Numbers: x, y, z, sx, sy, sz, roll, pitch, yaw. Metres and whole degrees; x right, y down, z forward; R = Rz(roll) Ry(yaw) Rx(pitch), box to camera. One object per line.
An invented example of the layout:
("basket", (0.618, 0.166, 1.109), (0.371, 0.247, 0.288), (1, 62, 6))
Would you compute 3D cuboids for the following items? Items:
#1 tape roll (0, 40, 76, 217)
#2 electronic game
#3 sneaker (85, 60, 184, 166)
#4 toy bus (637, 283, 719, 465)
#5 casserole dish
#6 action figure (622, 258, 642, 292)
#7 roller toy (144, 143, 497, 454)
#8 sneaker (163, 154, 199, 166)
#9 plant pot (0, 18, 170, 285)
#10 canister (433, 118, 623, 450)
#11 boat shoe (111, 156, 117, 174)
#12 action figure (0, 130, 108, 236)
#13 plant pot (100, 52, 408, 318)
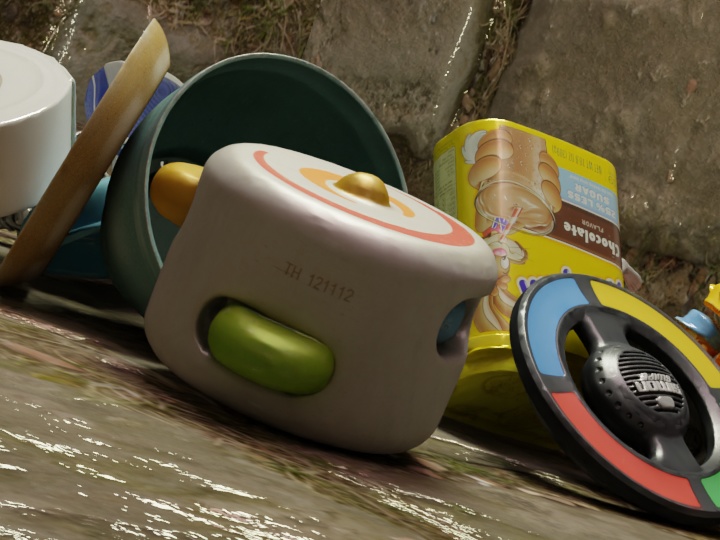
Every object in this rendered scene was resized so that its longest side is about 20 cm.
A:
("tape roll", (-0.301, -0.101, 1.715), (0.202, 0.071, 0.202), (2, 24, -1))
("electronic game", (0.179, 0.081, 1.592), (0.200, 0.042, 0.200), (28, 35, -21))
("sneaker", (-0.149, -0.082, 1.854), (0.115, 0.081, 0.199), (-11, -25, 38))
("toy bus", (0.290, 0.072, 1.804), (0.200, 0.192, 0.136), (17, 5, -3))
("casserole dish", (-0.166, -0.033, 1.742), (0.121, 0.039, 0.200), (-21, -11, 19))
("action figure", (0.124, 0.029, 2.133), (0.200, 0.105, 0.193), (15, 30, 26))
("roller toy", (-0.021, 0.008, 1.418), (0.182, 0.140, 0.200), (15, 13, -32))
("sneaker", (-0.066, -0.089, 1.745), (0.088, 0.076, 0.200), (18, 8, 20))
("plant pot", (-0.174, -0.070, 1.577), (0.027, 0.200, 0.200), (32, 2, -7))
("canister", (0.118, 0.008, 1.703), (0.149, 0.200, 0.087), (19, -34, -31))
("boat shoe", (-0.116, -0.093, 1.975), (0.200, 0.071, 0.064), (-11, -27, 40))
("action figure", (-0.242, -0.065, 1.865), (0.200, 0.102, 0.119), (14, -6, -41))
("plant pot", (-0.086, -0.029, 1.591), (0.200, 0.200, 0.134), (16, -17, -32))
